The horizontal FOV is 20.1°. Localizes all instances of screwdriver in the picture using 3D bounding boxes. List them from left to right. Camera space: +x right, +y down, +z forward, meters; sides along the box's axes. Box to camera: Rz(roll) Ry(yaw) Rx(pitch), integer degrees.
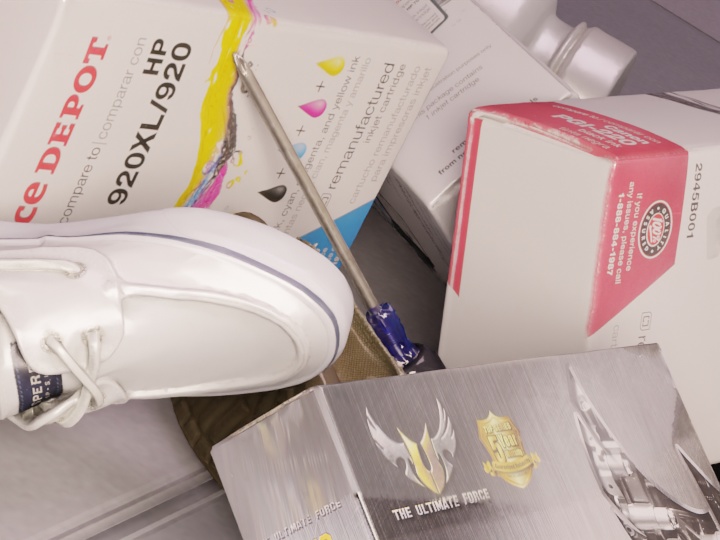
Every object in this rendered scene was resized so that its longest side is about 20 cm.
[{"bbox_3d":[0.000,0.000,0.771,0.200,0.028,0.029,64,34,-21],"label":"screwdriver"}]

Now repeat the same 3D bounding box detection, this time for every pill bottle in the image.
[{"bbox_3d":[0.051,-0.135,1.168,0.200,0.115,0.114,30,22,7],"label":"pill bottle"}]

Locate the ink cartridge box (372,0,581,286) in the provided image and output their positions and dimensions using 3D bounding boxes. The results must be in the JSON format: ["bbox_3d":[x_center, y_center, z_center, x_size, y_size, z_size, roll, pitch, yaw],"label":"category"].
[{"bbox_3d":[0.039,-0.065,0.956,0.200,0.086,0.147,47,-6,43],"label":"ink cartridge box"}]

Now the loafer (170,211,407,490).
[{"bbox_3d":[-0.009,0.061,0.721,0.067,0.076,0.200,16,36,-42],"label":"loafer"}]

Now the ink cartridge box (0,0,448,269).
[{"bbox_3d":[-0.102,-0.071,0.799,0.200,0.148,0.145,2,33,-47],"label":"ink cartridge box"}]

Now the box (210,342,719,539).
[{"bbox_3d":[0.059,0.108,0.631,0.200,0.048,0.159,-2,66,-53],"label":"box"}]

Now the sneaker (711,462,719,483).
[{"bbox_3d":[0.214,0.118,0.827,0.070,0.090,0.200,13,26,-34],"label":"sneaker"}]

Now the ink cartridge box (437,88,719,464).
[{"bbox_3d":[0.134,0.004,0.857,0.200,0.146,0.085,-9,22,-42],"label":"ink cartridge box"}]

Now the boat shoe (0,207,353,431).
[{"bbox_3d":[-0.103,0.023,0.660,0.199,0.074,0.065,1,38,5],"label":"boat shoe"}]
